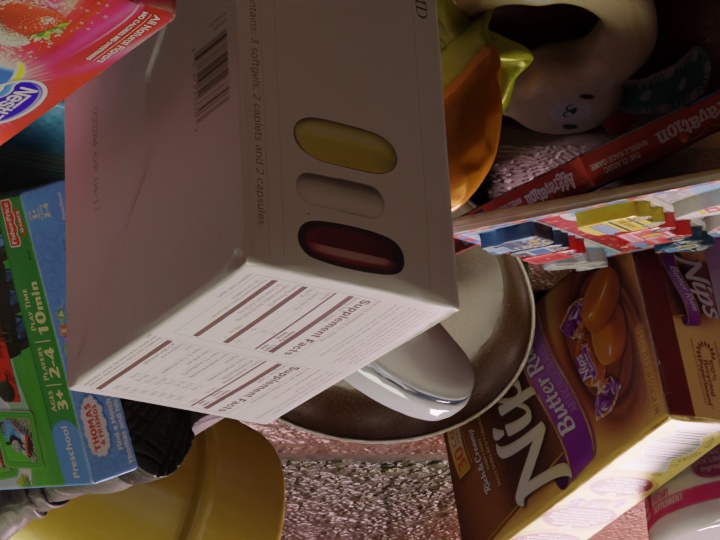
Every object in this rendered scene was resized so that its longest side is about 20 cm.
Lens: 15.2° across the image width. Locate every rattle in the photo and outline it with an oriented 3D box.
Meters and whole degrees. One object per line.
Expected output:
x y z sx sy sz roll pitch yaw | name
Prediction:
0.104 -0.068 1.289 0.130 0.143 0.200 -31 143 14 | rattle

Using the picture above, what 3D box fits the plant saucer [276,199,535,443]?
-0.002 0.011 1.484 0.200 0.032 0.201 5 128 6 | plant saucer

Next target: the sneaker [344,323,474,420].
0.000 0.000 1.410 0.071 0.073 0.200 -31 116 33 | sneaker

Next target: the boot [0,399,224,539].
-0.144 0.086 1.577 0.130 0.068 0.200 -24 -171 29 | boot

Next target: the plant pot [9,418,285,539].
-0.180 0.154 1.698 0.189 0.201 0.201 30 142 -29 | plant pot

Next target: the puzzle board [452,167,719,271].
0.141 -0.022 1.311 0.150 0.017 0.200 -10 173 17 | puzzle board

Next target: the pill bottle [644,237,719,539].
0.207 0.059 1.505 0.113 0.200 0.113 -3 156 -1 | pill bottle

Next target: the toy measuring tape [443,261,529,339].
0.095 0.000 1.521 0.200 0.074 0.074 -18 153 29 | toy measuring tape

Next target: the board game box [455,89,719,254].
0.114 -0.049 1.332 0.103 0.019 0.200 -26 180 -21 | board game box

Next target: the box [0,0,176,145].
-0.175 -0.121 1.168 0.100 0.096 0.200 14 151 -37 | box

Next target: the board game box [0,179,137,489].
-0.211 0.040 1.407 0.200 0.152 0.037 -8 -172 44 | board game box

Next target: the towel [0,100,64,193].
-0.223 -0.070 1.374 0.200 0.022 0.147 10 153 -25 | towel

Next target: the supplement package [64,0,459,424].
-0.049 -0.056 1.205 0.111 0.200 0.156 12 152 -33 | supplement package

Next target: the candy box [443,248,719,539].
0.121 0.075 1.481 0.056 0.117 0.200 8 147 -29 | candy box
